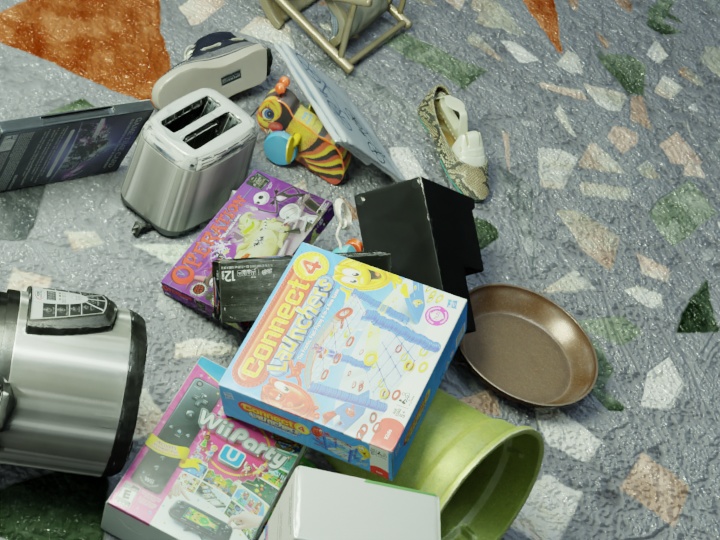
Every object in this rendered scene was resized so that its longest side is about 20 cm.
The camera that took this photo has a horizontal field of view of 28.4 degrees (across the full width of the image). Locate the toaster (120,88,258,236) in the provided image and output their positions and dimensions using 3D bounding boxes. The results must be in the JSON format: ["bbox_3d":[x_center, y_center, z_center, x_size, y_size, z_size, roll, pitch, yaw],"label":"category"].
[{"bbox_3d":[-0.213,-0.136,1.756,0.113,0.130,0.200,37,42,15],"label":"toaster"}]

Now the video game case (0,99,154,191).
[{"bbox_3d":[-0.356,-0.145,1.686,0.198,0.143,0.019,-16,71,-37],"label":"video game case"}]

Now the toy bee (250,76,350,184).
[{"bbox_3d":[-0.098,-0.196,1.892,0.198,0.109,0.132,11,43,-17],"label":"toy bee"}]

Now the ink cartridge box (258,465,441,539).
[{"bbox_3d":[-0.024,0.288,1.359,0.143,0.201,0.085,13,45,-13],"label":"ink cartridge box"}]

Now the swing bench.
[{"bbox_3d":[-0.034,-0.431,2.158,0.199,0.131,0.199,31,42,15],"label":"swing bench"}]

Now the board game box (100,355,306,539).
[{"bbox_3d":[-0.151,0.206,1.454,0.146,0.065,0.201,26,50,5],"label":"board game box"}]

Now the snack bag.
[{"bbox_3d":[-0.027,-0.210,1.927,0.189,0.021,0.200,57,14,26],"label":"snack bag"}]

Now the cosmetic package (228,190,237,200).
[{"bbox_3d":[-0.105,-0.011,1.740,0.082,0.051,0.201,0,48,-24],"label":"cosmetic package"}]

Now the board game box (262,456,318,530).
[{"bbox_3d":[-0.093,0.227,1.518,0.199,0.030,0.095,38,43,17],"label":"board game box"}]

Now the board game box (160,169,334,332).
[{"bbox_3d":[-0.132,-0.027,1.693,0.119,0.032,0.201,20,57,26],"label":"board game box"}]

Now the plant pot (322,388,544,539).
[{"bbox_3d":[0.063,0.202,1.517,0.184,0.202,0.199,35,40,29],"label":"plant pot"}]

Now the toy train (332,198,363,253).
[{"bbox_3d":[0.000,0.000,1.742,0.200,0.055,0.152,37,43,-56],"label":"toy train"}]

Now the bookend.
[{"bbox_3d":[0.087,0.004,1.752,0.200,0.091,0.201,11,67,-66],"label":"bookend"}]

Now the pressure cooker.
[{"bbox_3d":[-0.322,0.111,1.412,0.198,0.176,0.181,10,59,-15],"label":"pressure cooker"}]

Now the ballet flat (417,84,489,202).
[{"bbox_3d":[0.138,-0.191,2.029,0.067,0.076,0.201,-1,48,-28],"label":"ballet flat"}]

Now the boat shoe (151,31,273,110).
[{"bbox_3d":[-0.222,-0.272,1.951,0.199,0.075,0.092,-24,40,-38],"label":"boat shoe"}]

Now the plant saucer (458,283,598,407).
[{"bbox_3d":[0.202,0.101,1.789,0.198,0.037,0.202,14,43,-13],"label":"plant saucer"}]

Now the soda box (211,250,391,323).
[{"bbox_3d":[-0.065,0.018,1.597,0.197,0.072,0.063,-3,5,-12],"label":"soda box"}]

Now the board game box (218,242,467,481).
[{"bbox_3d":[-0.015,0.088,1.465,0.194,0.056,0.201,19,56,16],"label":"board game box"}]
